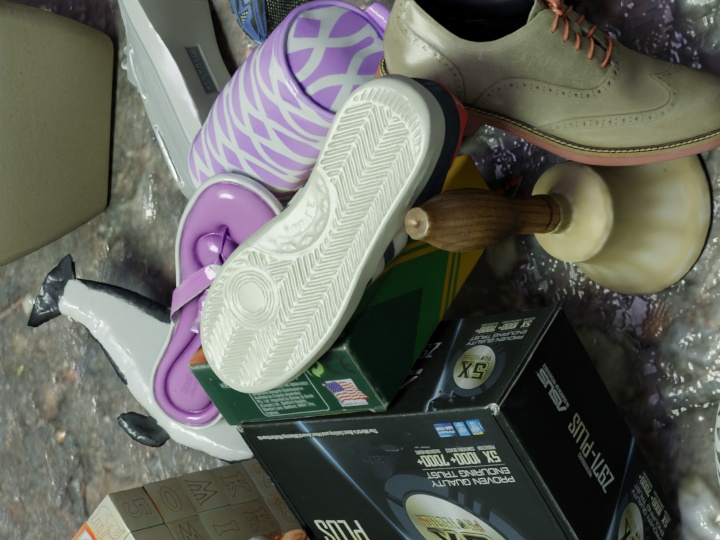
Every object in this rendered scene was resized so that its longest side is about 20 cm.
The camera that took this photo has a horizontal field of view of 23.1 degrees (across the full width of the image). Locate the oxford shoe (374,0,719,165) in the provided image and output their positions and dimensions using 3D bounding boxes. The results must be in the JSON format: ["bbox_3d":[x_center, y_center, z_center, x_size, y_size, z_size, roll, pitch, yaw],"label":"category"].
[{"bbox_3d":[0.108,-0.107,0.934,0.071,0.198,0.075,-85,2,-51],"label":"oxford shoe"}]

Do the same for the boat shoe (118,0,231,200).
[{"bbox_3d":[-0.133,-0.143,1.223,0.068,0.072,0.201,-32,83,39],"label":"boat shoe"}]

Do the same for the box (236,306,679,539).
[{"bbox_3d":[0.054,0.118,1.020,0.199,0.086,0.164,-8,123,41],"label":"box"}]

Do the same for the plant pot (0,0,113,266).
[{"bbox_3d":[-0.290,-0.110,1.286,0.199,0.176,0.201,14,104,40],"label":"plant pot"}]

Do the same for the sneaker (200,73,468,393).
[{"bbox_3d":[-0.007,-0.017,0.929,0.075,0.084,0.200,45,116,13],"label":"sneaker"}]

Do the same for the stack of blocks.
[{"bbox_3d":[-0.102,0.182,1.137,0.059,0.199,0.115,54,124,23],"label":"stack of blocks"}]

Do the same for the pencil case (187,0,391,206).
[{"bbox_3d":[-0.043,-0.098,1.084,0.084,0.086,0.200,41,151,-7],"label":"pencil case"}]

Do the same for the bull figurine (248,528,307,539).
[{"bbox_3d":[0.008,0.214,1.031,0.199,0.065,0.122,4,136,37],"label":"bull figurine"}]

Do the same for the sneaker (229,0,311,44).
[{"bbox_3d":[-0.022,-0.224,1.109,0.078,0.075,0.201,42,122,26],"label":"sneaker"}]

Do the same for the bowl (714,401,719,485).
[{"bbox_3d":[0.251,0.094,0.886,0.200,0.094,0.202,6,99,40],"label":"bowl"}]

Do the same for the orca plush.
[{"bbox_3d":[-0.144,0.075,1.245,0.199,0.071,0.106,22,72,8],"label":"orca plush"}]

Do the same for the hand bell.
[{"bbox_3d":[0.093,-0.029,0.941,0.104,0.199,0.105,6,99,40],"label":"hand bell"}]

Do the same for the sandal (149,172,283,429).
[{"bbox_3d":[-0.089,0.032,1.125,0.082,0.050,0.204,17,126,2],"label":"sandal"}]

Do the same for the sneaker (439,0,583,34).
[{"bbox_3d":[0.076,-0.138,1.035,0.200,0.099,0.071,102,148,-58],"label":"sneaker"}]

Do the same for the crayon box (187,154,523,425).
[{"bbox_3d":[0.000,0.000,1.036,0.126,0.200,0.051,-10,124,40],"label":"crayon box"}]
